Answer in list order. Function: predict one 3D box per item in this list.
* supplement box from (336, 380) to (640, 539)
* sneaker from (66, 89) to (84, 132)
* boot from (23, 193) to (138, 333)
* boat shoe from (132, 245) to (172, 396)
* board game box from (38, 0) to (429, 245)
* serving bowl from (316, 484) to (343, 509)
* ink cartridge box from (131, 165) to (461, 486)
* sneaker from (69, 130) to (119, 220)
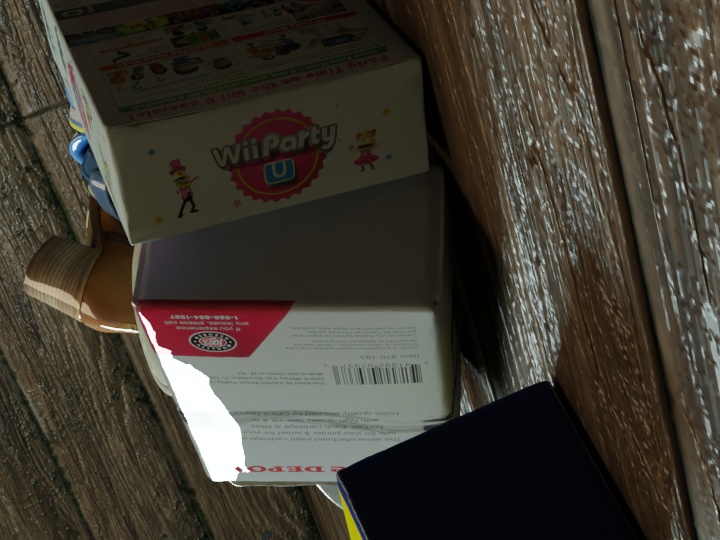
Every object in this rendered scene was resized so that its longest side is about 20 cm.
[{"bbox_3d":[0.066,0.158,0.726,0.200,0.109,0.110,80,165,-61],"label":"supplement box"},{"bbox_3d":[-0.145,-0.133,1.030,0.200,0.074,0.082,14,119,44],"label":"sneaker"},{"bbox_3d":[-0.159,-0.018,1.215,0.200,0.155,0.077,-58,-16,-52],"label":"boot"},{"bbox_3d":[-0.094,-0.026,0.867,0.072,0.060,0.202,20,113,49],"label":"boat shoe"},{"bbox_3d":[-0.070,-0.103,0.739,0.200,0.147,0.064,-123,23,-54],"label":"board game box"},{"bbox_3d":[-0.012,0.068,1.059,0.200,0.066,0.200,57,-166,-23],"label":"serving bowl"},{"bbox_3d":[-0.023,0.035,0.779,0.200,0.145,0.084,80,-169,-58],"label":"ink cartridge box"},{"bbox_3d":[-0.167,-0.061,1.160,0.200,0.082,0.074,56,166,46],"label":"sneaker"}]
